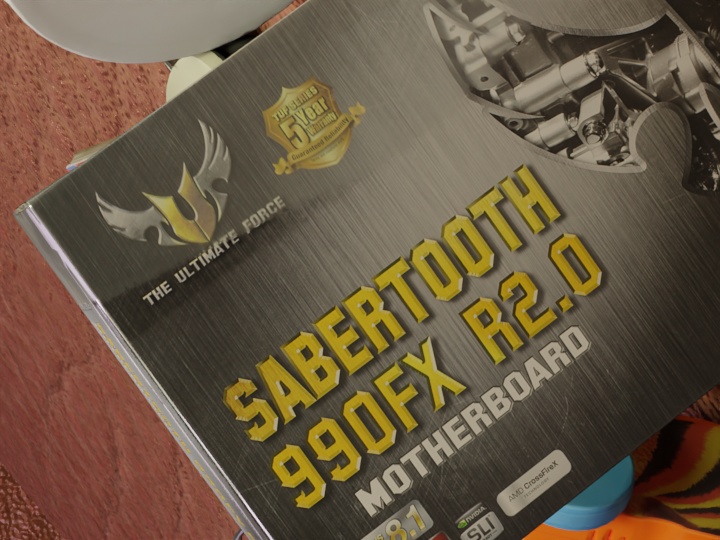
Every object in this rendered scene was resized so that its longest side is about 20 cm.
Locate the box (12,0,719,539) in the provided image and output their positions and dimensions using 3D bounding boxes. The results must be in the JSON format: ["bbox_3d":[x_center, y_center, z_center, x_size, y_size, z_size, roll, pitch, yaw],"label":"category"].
[{"bbox_3d":[0.028,-0.012,0.735,0.159,0.200,0.048,55,168,-6],"label":"box"}]

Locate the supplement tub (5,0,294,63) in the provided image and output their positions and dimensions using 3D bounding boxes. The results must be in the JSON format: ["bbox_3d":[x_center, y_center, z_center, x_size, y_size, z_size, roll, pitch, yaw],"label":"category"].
[{"bbox_3d":[-0.091,-0.169,0.781,0.200,0.145,0.145,54,169,40],"label":"supplement tub"}]

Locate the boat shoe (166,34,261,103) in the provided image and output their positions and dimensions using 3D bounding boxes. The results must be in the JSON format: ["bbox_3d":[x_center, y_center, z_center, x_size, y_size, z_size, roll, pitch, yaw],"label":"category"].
[{"bbox_3d":[-0.015,-0.021,0.844,0.074,0.063,0.201,53,170,28],"label":"boat shoe"}]

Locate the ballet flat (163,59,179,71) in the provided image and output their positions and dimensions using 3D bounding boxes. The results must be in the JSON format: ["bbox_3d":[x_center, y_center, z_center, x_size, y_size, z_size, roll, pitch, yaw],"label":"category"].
[{"bbox_3d":[-0.070,-0.107,1.122,0.200,0.046,0.067,56,-163,7],"label":"ballet flat"}]

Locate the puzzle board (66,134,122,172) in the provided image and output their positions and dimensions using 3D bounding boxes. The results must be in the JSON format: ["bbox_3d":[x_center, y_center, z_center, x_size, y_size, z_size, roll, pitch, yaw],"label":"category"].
[{"bbox_3d":[0.000,0.000,0.978,0.200,0.017,0.151,32,158,-23],"label":"puzzle board"}]

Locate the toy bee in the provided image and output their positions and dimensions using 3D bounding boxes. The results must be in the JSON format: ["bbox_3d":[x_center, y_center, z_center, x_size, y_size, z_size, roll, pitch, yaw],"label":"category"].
[{"bbox_3d":[0.063,0.062,0.931,0.200,0.131,0.109,22,-141,-23],"label":"toy bee"}]
